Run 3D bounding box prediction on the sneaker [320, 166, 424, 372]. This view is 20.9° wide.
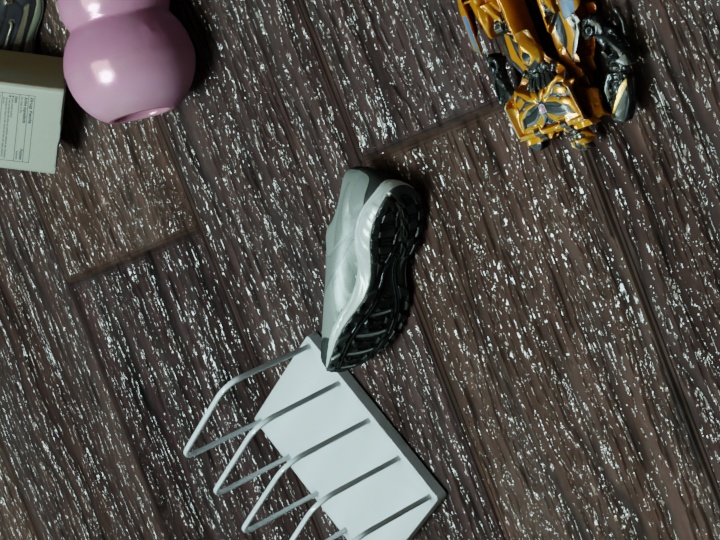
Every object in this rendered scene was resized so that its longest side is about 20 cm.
[{"bbox_3d":[0.000,0.000,1.736,0.079,0.074,0.202,38,125,40],"label":"sneaker"}]

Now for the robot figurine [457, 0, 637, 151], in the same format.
[{"bbox_3d":[0.136,-0.186,1.516,0.144,0.058,0.202,-17,94,49],"label":"robot figurine"}]

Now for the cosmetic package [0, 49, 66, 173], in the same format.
[{"bbox_3d":[-0.399,-0.168,1.969,0.071,0.198,0.106,-97,18,-54],"label":"cosmetic package"}]

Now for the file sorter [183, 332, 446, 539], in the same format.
[{"bbox_3d":[-0.049,0.192,1.821,0.200,0.124,0.139,50,136,17],"label":"file sorter"}]

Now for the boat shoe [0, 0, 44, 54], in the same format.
[{"bbox_3d":[-0.371,-0.257,1.990,0.074,0.073,0.202,27,125,35],"label":"boat shoe"}]

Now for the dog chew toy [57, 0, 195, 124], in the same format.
[{"bbox_3d":[-0.226,-0.242,1.823,0.124,0.124,0.202,-14,88,47],"label":"dog chew toy"}]
